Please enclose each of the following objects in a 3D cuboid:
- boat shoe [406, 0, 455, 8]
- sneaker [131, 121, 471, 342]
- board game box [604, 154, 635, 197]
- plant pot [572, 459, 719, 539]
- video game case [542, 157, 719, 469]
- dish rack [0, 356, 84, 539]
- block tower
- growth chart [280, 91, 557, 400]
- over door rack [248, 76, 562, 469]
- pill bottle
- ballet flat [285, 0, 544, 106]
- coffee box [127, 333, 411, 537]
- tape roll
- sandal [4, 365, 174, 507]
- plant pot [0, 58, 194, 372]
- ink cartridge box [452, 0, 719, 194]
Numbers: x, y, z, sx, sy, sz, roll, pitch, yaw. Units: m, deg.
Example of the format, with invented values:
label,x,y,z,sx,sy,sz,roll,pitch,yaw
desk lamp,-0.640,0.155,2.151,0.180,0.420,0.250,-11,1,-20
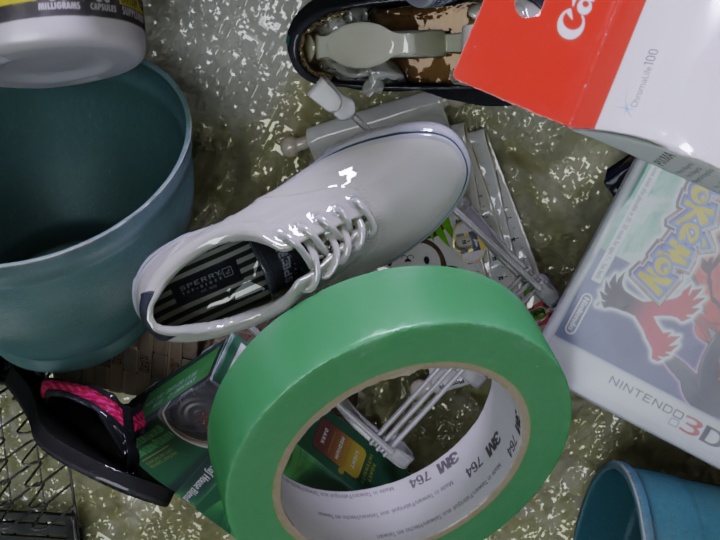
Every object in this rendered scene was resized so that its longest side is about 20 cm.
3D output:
label,x,y,z,sx,sy,sz,roll,pitch,yaw
boat shoe,0.028,-0.245,0.746,0.065,0.073,0.202,-17,90,-24
sneaker,-0.027,-0.012,0.711,0.198,0.071,0.074,-29,109,0
board game box,0.252,-0.011,0.780,0.135,0.035,0.201,-34,97,22
plant pot,0.230,0.222,0.790,0.185,0.200,0.203,6,111,-2
video game case,0.217,0.011,0.757,0.181,0.023,0.202,27,108,3
dish rack,-0.276,0.137,0.961,0.151,0.055,0.203,1,107,16
block tower,-0.100,0.057,0.889,0.197,0.058,0.055,11,111,9
growth chart,0.042,-0.015,0.846,0.143,0.018,0.202,-23,99,20
over door rack,0.000,0.000,0.792,0.200,0.067,0.148,40,97,-17
pill bottle,-0.187,-0.214,0.770,0.110,0.111,0.203,-9,87,18
ballet flat,0.049,-0.129,0.775,0.197,0.073,0.074,3,109,14
coffee box,-0.048,0.134,0.860,0.200,0.044,0.122,41,133,-20
tape roll,0.017,0.090,0.740,0.198,0.048,0.202,-12,133,-13
sandal,-0.164,0.085,0.811,0.075,0.200,0.045,33,88,-34
plant pot,-0.190,-0.024,0.825,0.198,0.202,0.135,6,135,13
ink cartridge box,0.170,-0.136,0.702,0.198,0.057,0.164,24,79,-3
